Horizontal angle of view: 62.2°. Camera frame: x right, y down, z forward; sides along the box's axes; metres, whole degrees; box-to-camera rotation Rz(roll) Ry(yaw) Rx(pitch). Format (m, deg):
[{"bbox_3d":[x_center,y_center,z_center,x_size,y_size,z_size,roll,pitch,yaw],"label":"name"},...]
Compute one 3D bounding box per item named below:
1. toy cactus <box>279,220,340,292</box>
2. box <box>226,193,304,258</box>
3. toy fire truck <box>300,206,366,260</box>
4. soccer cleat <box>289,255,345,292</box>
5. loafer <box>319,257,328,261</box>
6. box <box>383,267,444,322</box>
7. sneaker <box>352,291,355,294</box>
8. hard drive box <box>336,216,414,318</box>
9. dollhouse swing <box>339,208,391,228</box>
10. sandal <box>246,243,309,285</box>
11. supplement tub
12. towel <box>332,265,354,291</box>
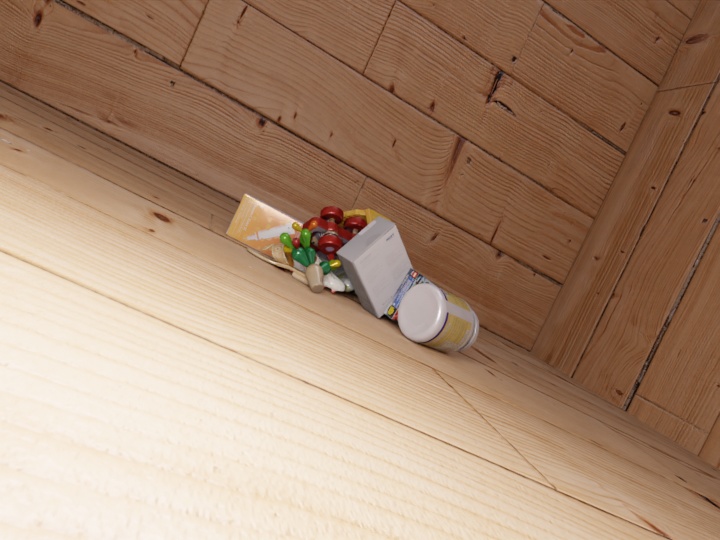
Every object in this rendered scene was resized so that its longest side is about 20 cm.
[{"bbox_3d":[-0.111,-0.025,1.452,0.200,0.101,0.168,43,24,-50],"label":"toy cactus"},{"bbox_3d":[-0.263,-0.117,1.689,0.196,0.127,0.097,26,3,-10],"label":"box"},{"bbox_3d":[-0.080,-0.077,1.629,0.197,0.115,0.167,21,-33,-33],"label":"toy fire truck"},{"bbox_3d":[-0.122,-0.010,1.576,0.196,0.079,0.069,28,3,3],"label":"soccer cleat"},{"bbox_3d":[-0.126,-0.045,1.785,0.203,0.068,0.071,-98,178,-45],"label":"loafer"},{"bbox_3d":[0.163,0.096,1.605,0.198,0.139,0.040,31,2,-45],"label":"box"},{"bbox_3d":[0.021,0.054,1.836,0.197,0.075,0.080,30,1,22],"label":"sneaker"},{"bbox_3d":[0.048,-0.007,1.542,0.076,0.155,0.203,29,-28,48],"label":"hard drive box"},{"bbox_3d":[-0.014,-0.069,1.836,0.196,0.181,0.180,-5,-14,34],"label":"dollhouse swing"},{"bbox_3d":[-0.187,-0.036,1.518,0.208,0.071,0.077,28,3,17],"label":"sandal"},{"bbox_3d":[0.203,0.127,1.524,0.198,0.148,0.144,24,4,-45],"label":"supplement tub"},{"bbox_3d":[0.000,0.000,1.695,0.049,0.169,0.199,64,-17,-15],"label":"towel"}]
